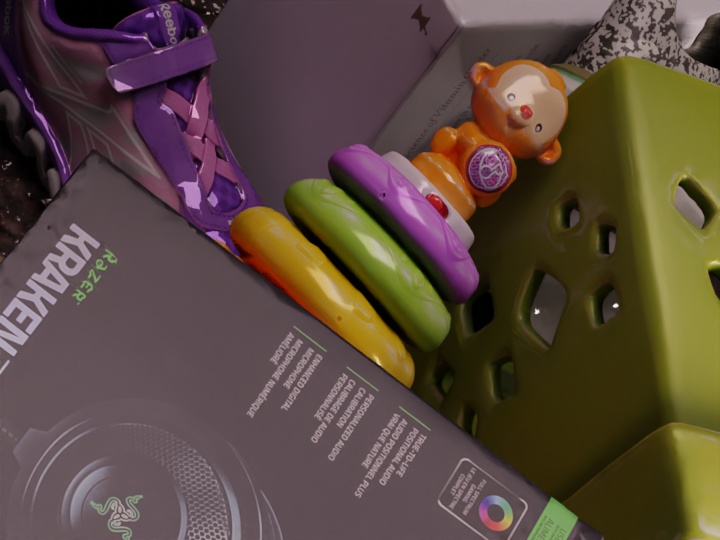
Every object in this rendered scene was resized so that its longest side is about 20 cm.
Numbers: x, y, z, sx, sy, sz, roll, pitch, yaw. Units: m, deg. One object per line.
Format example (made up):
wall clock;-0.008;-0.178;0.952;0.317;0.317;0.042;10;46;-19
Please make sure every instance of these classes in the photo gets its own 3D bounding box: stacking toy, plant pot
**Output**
stacking toy;0.000;0.000;0.850;0.116;0.200;0.110;47;-5;-6
plant pot;0.127;0.069;0.909;0.199;0.199;0.182;17;49;-26

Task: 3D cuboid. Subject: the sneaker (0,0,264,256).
sneaker;-0.083;-0.056;0.947;0.080;0.089;0.200;-20;66;-49

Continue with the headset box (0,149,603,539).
headset box;-0.053;0.102;0.671;0.200;0.093;0.174;38;55;-3

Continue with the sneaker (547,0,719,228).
sneaker;0.144;-0.058;0.990;0.077;0.089;0.200;32;1;37

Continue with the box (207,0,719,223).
box;0.050;-0.095;1.041;0.199;0.152;0.107;-5;55;-43

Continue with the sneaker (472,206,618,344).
sneaker;0.090;0.005;1.051;0.200;0.085;0.073;33;25;-44

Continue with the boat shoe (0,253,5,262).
boat shoe;-0.150;0.018;0.842;0.067;0.072;0.201;-31;81;-14
